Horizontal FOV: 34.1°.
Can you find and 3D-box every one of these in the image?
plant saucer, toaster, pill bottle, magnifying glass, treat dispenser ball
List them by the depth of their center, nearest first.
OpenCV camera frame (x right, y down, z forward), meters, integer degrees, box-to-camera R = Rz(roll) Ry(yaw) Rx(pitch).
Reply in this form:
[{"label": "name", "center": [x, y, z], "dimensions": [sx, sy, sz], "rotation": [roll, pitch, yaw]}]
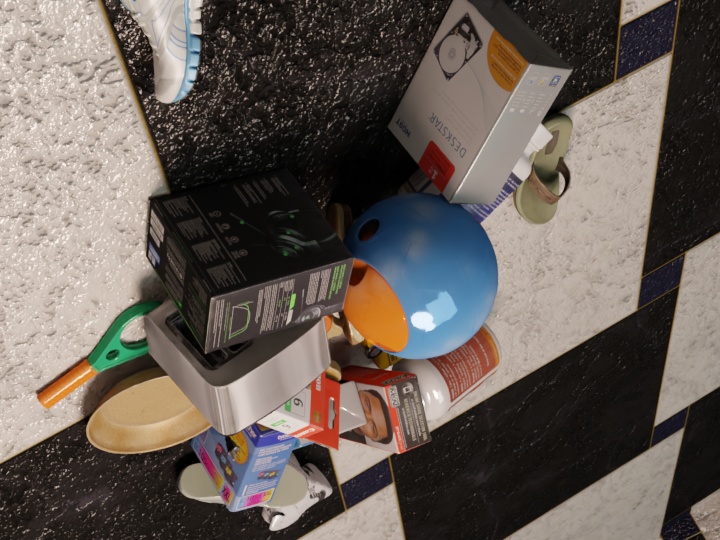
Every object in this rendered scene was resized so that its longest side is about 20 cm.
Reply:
[{"label": "treat dispenser ball", "center": [0.069, 0.006, 1.435], "dimensions": [0.200, 0.201, 0.202], "rotation": [-24, 144, -19]}, {"label": "toaster", "center": [-0.148, 0.090, 1.450], "dimensions": [0.180, 0.200, 0.119], "rotation": [-34, 148, -22]}, {"label": "magnifying glass", "center": [-0.322, 0.107, 1.488], "dimensions": [0.199, 0.022, 0.080], "rotation": [-38, 146, -3]}, {"label": "pill bottle", "center": [0.154, -0.134, 1.546], "dimensions": [0.200, 0.111, 0.111], "rotation": [-44, 145, 11]}, {"label": "plant saucer", "center": [-0.272, 0.180, 1.576], "dimensions": [0.198, 0.036, 0.201], "rotation": [-17, 149, -11]}, {"label": "pill bottle", "center": [0.119, 0.159, 1.820], "dimensions": [0.199, 0.112, 0.113], "rotation": [-33, 149, -35]}]

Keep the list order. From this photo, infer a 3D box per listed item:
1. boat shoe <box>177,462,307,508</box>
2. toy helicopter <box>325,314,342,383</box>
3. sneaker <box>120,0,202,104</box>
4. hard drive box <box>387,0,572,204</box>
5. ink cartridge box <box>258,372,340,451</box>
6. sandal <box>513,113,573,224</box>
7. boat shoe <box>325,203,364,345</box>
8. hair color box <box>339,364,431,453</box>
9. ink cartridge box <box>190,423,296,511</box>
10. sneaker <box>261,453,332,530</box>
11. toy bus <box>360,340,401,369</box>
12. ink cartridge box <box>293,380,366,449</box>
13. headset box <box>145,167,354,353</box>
[{"label": "boat shoe", "center": [-0.182, 0.323, 1.789], "dimensions": [0.199, 0.071, 0.071], "rotation": [7, 167, -16]}, {"label": "toy helicopter", "center": [-0.083, 0.101, 1.636], "dimensions": [0.131, 0.079, 0.201], "rotation": [-16, 135, 9]}, {"label": "sneaker", "center": [-0.198, -0.255, 1.138], "dimensions": [0.086, 0.075, 0.201], "rotation": [-7, 129, -26]}, {"label": "hard drive box", "center": [0.139, -0.205, 1.411], "dimensions": [0.076, 0.156, 0.201], "rotation": [-2, 132, -39]}, {"label": "ink cartridge box", "center": [-0.087, 0.162, 1.584], "dimensions": [0.199, 0.110, 0.050], "rotation": [27, 141, -36]}, {"label": "sandal", "center": [0.271, -0.136, 1.697], "dimensions": [0.079, 0.057, 0.202], "rotation": [-23, 143, -20]}, {"label": "boat shoe", "center": [0.000, 0.000, 1.555], "dimensions": [0.071, 0.072, 0.202], "rotation": [-15, 113, -11]}, {"label": "hair color box", "center": [0.020, 0.201, 1.731], "dimensions": [0.061, 0.199, 0.103], "rotation": [-16, 97, -28]}, {"label": "ink cartridge box", "center": [-0.160, 0.221, 1.660], "dimensions": [0.076, 0.137, 0.201], "rotation": [-9, 137, -38]}, {"label": "sneaker", "center": [-0.128, 0.359, 1.903], "dimensions": [0.115, 0.075, 0.200], "rotation": [-42, 150, 3]}, {"label": "toy bus", "center": [0.021, 0.064, 1.701], "dimensions": [0.078, 0.065, 0.201], "rotation": [-30, 145, -11]}, {"label": "ink cartridge box", "center": [-0.087, 0.226, 1.751], "dimensions": [0.115, 0.068, 0.200], "rotation": [-16, 172, -28]}, {"label": "headset box", "center": [-0.126, -0.019, 1.376], "dimensions": [0.199, 0.174, 0.093], "rotation": [-17, 141, -29]}]
